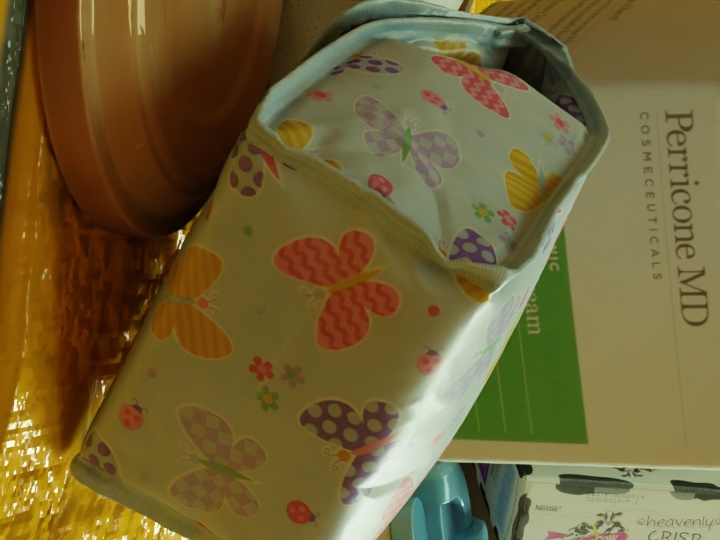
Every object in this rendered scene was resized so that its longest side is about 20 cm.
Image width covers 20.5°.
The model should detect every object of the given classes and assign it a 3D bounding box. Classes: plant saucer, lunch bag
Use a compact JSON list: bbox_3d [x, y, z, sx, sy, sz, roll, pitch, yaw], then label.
[{"bbox_3d":[-0.062,-0.111,0.712,0.200,0.032,0.201,6,90,-76],"label":"plant saucer"},{"bbox_3d":[0.000,0.000,0.737,0.170,0.127,0.200,-61,172,31],"label":"lunch bag"}]

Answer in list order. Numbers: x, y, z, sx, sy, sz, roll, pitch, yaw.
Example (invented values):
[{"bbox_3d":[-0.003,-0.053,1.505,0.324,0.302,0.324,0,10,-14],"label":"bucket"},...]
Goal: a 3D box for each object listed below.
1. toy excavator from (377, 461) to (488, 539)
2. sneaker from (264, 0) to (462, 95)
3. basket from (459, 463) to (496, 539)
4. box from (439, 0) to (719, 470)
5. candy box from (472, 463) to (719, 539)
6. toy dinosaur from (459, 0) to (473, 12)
[{"bbox_3d":[0.010,0.123,1.036,0.194,0.100,0.200,-34,117,-75],"label":"toy excavator"},{"bbox_3d":[-0.018,-0.095,0.829,0.075,0.088,0.200,-18,139,-59],"label":"sneaker"},{"bbox_3d":[0.085,0.209,1.255,0.136,0.180,0.200,30,70,-28],"label":"basket"},{"bbox_3d":[0.129,-0.026,1.015,0.200,0.171,0.199,-46,132,-61],"label":"box"},{"bbox_3d":[0.133,0.095,1.140,0.200,0.136,0.061,-105,-158,-63],"label":"candy box"},{"bbox_3d":[0.038,-0.085,1.118,0.106,0.060,0.200,-80,-176,-76],"label":"toy dinosaur"}]
